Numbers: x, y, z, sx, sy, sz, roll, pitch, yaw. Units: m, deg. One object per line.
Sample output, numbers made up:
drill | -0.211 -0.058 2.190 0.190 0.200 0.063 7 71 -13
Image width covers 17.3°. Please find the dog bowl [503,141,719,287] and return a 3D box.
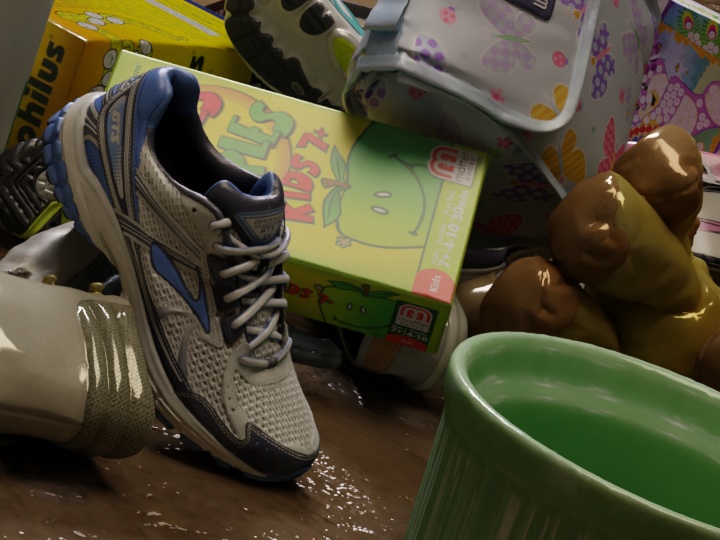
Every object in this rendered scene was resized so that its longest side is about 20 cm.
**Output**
dog bowl | 0.193 -0.022 1.471 0.200 0.074 0.200 11 -10 2

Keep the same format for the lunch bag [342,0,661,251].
lunch bag | 0.077 -0.125 1.289 0.127 0.170 0.200 0 -31 31

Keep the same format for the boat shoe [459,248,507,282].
boat shoe | 0.012 -0.039 1.460 0.200 0.065 0.072 14 14 -28

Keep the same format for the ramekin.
ramekin | 0.115 0.113 1.006 0.200 0.098 0.200 19 16 -6

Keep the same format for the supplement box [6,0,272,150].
supplement box | -0.153 -0.103 1.379 0.109 0.109 0.200 29 18 27

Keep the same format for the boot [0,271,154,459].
boot | -0.183 0.013 1.013 0.154 0.072 0.200 10 24 -33

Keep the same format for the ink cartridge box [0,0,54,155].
ink cartridge box | -0.276 -0.128 1.235 0.200 0.147 0.083 22 16 10

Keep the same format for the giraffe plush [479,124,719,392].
giraffe plush | 0.177 0.047 1.260 0.162 0.173 0.200 40 -3 25

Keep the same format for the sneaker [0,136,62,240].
sneaker | -0.116 -0.032 1.294 0.200 0.076 0.076 3 -13 -32

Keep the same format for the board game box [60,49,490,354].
board game box | -0.043 -0.036 1.213 0.200 0.048 0.102 16 55 0

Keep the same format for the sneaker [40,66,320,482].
sneaker | -0.067 -0.001 1.056 0.200 0.085 0.077 61 30 5

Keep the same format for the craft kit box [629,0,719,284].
craft kit box | 0.203 -0.085 1.615 0.048 0.200 0.197 4 22 -43

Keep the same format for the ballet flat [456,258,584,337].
ballet flat | 0.132 0.023 1.409 0.200 0.063 0.069 12 21 -28

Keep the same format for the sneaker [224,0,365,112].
sneaker | 0.001 -0.105 1.399 0.200 0.077 0.080 56 21 -7

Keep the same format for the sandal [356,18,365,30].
sandal | 0.052 -0.100 1.454 0.211 0.070 0.078 19 9 14

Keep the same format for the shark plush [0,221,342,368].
shark plush | -0.100 0.029 1.147 0.200 0.091 0.083 28 30 -43

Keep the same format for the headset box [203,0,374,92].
headset box | -0.022 -0.135 1.599 0.148 0.075 0.200 12 -3 -18

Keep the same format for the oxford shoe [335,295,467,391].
oxford shoe | 0.000 0.000 1.298 0.058 0.075 0.200 15 21 -25
